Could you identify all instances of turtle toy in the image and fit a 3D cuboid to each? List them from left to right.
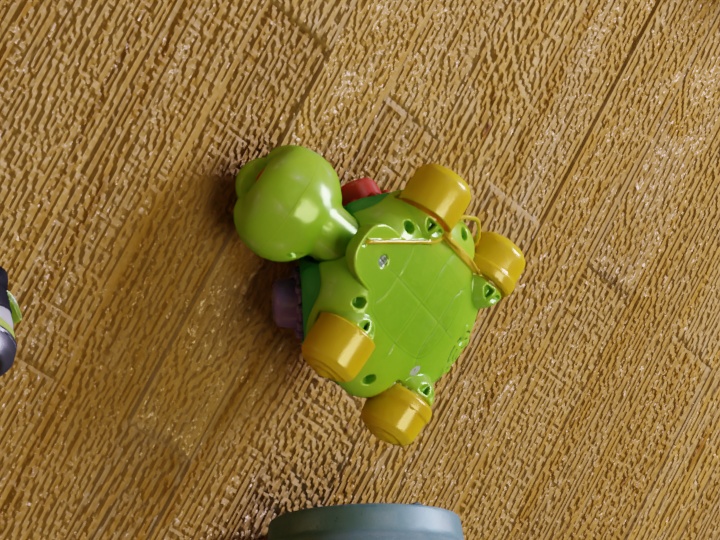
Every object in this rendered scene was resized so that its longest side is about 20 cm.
[{"bbox_3d":[0.000,0.000,1.697,0.146,0.101,0.200,-56,136,-14],"label":"turtle toy"}]

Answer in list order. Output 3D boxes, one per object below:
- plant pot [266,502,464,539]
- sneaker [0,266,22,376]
[{"bbox_3d":[0.004,0.215,1.745,0.200,0.200,0.134,17,66,-48],"label":"plant pot"},{"bbox_3d":[-0.252,-0.012,1.472,0.200,0.072,0.083,42,36,-38],"label":"sneaker"}]
